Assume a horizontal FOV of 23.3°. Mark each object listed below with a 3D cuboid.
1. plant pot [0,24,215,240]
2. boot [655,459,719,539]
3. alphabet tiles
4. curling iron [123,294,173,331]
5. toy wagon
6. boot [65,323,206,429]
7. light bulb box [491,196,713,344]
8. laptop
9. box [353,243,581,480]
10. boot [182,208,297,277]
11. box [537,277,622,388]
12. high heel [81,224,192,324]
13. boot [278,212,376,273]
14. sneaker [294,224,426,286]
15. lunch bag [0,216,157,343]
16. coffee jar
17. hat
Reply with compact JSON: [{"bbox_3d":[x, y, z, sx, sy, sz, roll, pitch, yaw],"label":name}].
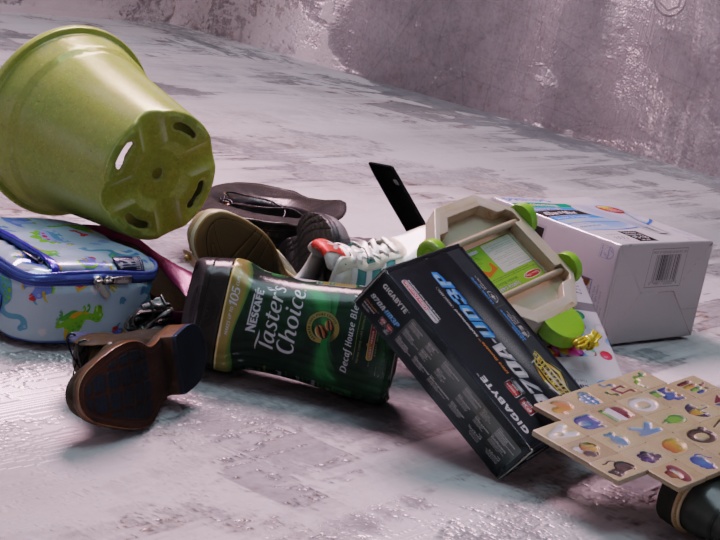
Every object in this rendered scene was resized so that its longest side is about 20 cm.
[{"bbox_3d":[-0.245,-0.120,1.724,0.199,0.202,0.184,0,21,-41],"label":"plant pot"},{"bbox_3d":[0.354,0.202,1.403,0.199,0.078,0.138,-12,28,-32],"label":"boot"},{"bbox_3d":[0.247,0.130,1.448,0.199,0.006,0.166,-14,28,-37],"label":"alphabet tiles"},{"bbox_3d":[-0.150,0.053,1.645,0.026,0.050,0.200,52,21,24],"label":"curling iron"},{"bbox_3d":[0.148,0.010,1.674,0.155,0.040,0.200,-21,63,-44],"label":"toy wagon"},{"bbox_3d":[-0.209,0.088,1.419,0.096,0.075,0.200,-3,6,22],"label":"boot"},{"bbox_3d":[0.275,-0.004,2.082,0.199,0.126,0.197,24,18,40],"label":"light bulb box"},{"bbox_3d":[0.111,-0.052,1.847,0.198,0.104,0.177,5,5,-8],"label":"laptop"},{"bbox_3d":[0.103,0.074,1.521,0.200,0.046,0.159,51,27,12],"label":"box"},{"bbox_3d":[-0.132,-0.017,1.724,0.154,0.072,0.200,35,-5,45],"label":"boot"},{"bbox_3d":[0.163,0.070,1.683,0.155,0.041,0.201,8,38,-18],"label":"box"},{"bbox_3d":[-0.233,-0.001,1.729,0.199,0.068,0.096,17,3,11],"label":"high heel"},{"bbox_3d":[-0.006,-0.022,1.886,0.131,0.070,0.200,0,-5,-16],"label":"boot"},{"bbox_3d":[-0.001,0.000,1.681,0.199,0.094,0.070,-34,35,-15],"label":"sneaker"},{"bbox_3d":[-0.296,0.006,1.632,0.160,0.083,0.200,-2,17,-37],"label":"lunch bag"},{"bbox_3d":[-0.062,0.052,1.575,0.198,0.105,0.085,11,-4,1],"label":"coffee jar"},{"bbox_3d":[-0.112,-0.044,2.012,0.199,0.082,0.201,5,13,-1],"label":"hat"}]
